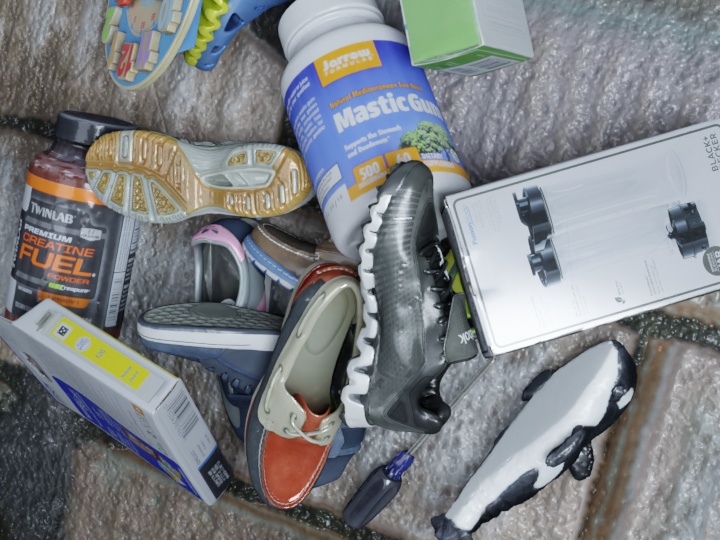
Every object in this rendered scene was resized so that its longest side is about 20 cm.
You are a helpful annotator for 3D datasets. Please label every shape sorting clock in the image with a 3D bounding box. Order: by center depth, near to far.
[{"bbox_3d":[-0.175,-0.249,1.082,0.200,0.039,0.200,-18,69,55],"label":"shape sorting clock"}]

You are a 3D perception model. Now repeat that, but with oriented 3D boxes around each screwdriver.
[{"bbox_3d":[0.051,0.137,1.037,0.028,0.029,0.200,46,109,19],"label":"screwdriver"}]

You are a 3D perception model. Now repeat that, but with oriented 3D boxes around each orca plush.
[{"bbox_3d":[0.146,0.146,0.955,0.071,0.105,0.200,37,86,-18],"label":"orca plush"}]

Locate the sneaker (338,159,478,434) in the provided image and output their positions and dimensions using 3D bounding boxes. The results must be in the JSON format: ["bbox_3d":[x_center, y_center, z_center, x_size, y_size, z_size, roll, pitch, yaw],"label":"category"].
[{"bbox_3d":[0.043,0.025,0.882,0.090,0.066,0.200,15,108,23],"label":"sneaker"}]

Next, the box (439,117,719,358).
[{"bbox_3d":[0.165,-0.021,0.888,0.200,0.060,0.117,-17,85,-2],"label":"box"}]

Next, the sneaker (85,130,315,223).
[{"bbox_3d":[-0.129,-0.075,1.072,0.200,0.088,0.076,8,96,14],"label":"sneaker"}]

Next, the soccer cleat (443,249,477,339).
[{"bbox_3d":[0.090,-0.003,0.958,0.200,0.065,0.084,-27,69,4],"label":"soccer cleat"}]

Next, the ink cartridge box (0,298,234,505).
[{"bbox_3d":[-0.213,0.102,1.094,0.200,0.198,0.047,31,69,24],"label":"ink cartridge box"}]

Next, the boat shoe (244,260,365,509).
[{"bbox_3d":[-0.038,0.092,0.966,0.063,0.071,0.200,-141,64,-67],"label":"boat shoe"}]

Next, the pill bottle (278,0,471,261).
[{"bbox_3d":[0.004,-0.118,0.984,0.112,0.112,0.200,-32,64,27],"label":"pill bottle"}]

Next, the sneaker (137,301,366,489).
[{"bbox_3d":[-0.086,0.105,1.032,0.202,0.077,0.146,8,105,-15],"label":"sneaker"}]

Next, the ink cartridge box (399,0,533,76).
[{"bbox_3d":[0.067,-0.250,0.954,0.059,0.104,0.200,-12,88,28],"label":"ink cartridge box"}]

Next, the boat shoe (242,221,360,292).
[{"bbox_3d":[0.000,0.000,1.034,0.200,0.072,0.072,27,101,15],"label":"boat shoe"}]

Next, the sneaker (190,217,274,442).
[{"bbox_3d":[-0.110,0.056,1.085,0.070,0.082,0.200,-9,90,28],"label":"sneaker"}]

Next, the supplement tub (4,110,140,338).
[{"bbox_3d":[-0.251,-0.038,1.143,0.107,0.107,0.200,17,101,27],"label":"supplement tub"}]

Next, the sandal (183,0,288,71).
[{"bbox_3d":[-0.087,-0.237,1.056,0.200,0.087,0.080,-49,42,42],"label":"sandal"}]
